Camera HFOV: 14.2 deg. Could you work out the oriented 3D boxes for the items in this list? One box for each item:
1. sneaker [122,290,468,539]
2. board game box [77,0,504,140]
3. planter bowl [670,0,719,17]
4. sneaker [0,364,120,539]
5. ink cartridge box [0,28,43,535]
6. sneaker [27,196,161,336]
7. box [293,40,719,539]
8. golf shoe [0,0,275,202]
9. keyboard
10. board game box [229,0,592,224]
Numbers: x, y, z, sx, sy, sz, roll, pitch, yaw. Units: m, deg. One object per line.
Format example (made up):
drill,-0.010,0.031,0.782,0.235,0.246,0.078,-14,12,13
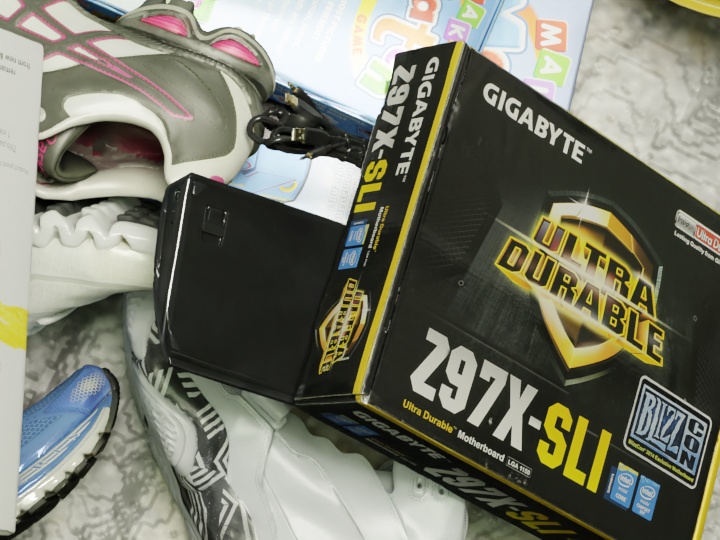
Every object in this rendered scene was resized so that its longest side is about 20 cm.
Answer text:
sneaker,-0.024,0.080,1.229,0.115,0.075,0.200,-22,87,-10
board game box,-0.030,-0.152,1.236,0.200,0.037,0.151,24,78,1
planter bowl,0.188,-0.210,1.249,0.200,0.083,0.201,-9,54,13
sneaker,-0.193,0.088,1.208,0.200,0.079,0.089,-29,86,-10
ink cartridge box,-0.209,0.004,1.132,0.145,0.083,0.200,-1,81,26
sneaker,-0.159,0.008,1.211,0.200,0.075,0.081,-3,96,20
box,0.076,0.021,1.200,0.200,0.049,0.160,31,68,-35
golf shoe,-0.137,-0.079,1.186,0.200,0.077,0.088,12,43,12
keyboard,0.000,0.000,1.181,0.200,0.021,0.127,20,73,-38
board game box,-0.007,-0.089,1.271,0.200,0.037,0.151,14,78,-3
